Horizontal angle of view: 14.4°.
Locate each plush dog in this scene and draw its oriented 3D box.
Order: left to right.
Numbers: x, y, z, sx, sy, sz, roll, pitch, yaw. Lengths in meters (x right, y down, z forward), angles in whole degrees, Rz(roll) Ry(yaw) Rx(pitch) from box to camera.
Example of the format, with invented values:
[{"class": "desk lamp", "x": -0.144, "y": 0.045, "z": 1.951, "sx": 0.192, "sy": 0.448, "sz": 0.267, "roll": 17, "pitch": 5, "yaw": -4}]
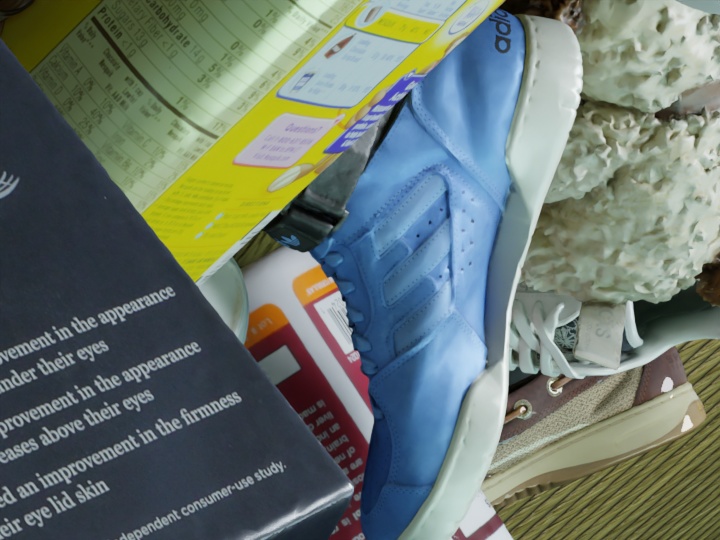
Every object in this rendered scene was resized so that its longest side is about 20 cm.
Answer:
[{"class": "plush dog", "x": 0.107, "y": -0.078, "z": 1.082, "sx": 0.200, "sy": 0.160, "sz": 0.172, "roll": -31, "pitch": 138, "yaw": -30}]

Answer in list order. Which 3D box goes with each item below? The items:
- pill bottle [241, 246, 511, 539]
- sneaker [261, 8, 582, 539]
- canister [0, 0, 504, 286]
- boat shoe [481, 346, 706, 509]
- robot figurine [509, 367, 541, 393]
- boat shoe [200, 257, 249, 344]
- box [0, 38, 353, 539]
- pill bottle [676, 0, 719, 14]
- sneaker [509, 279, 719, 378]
[{"class": "pill bottle", "x": -0.012, "y": 0.099, "z": 1.095, "sx": 0.113, "sy": 0.200, "sz": 0.113, "roll": -33, "pitch": 177, "yaw": -2}, {"class": "sneaker", "x": 0.000, "y": 0.000, "z": 0.993, "sx": 0.077, "sy": 0.111, "sz": 0.200, "roll": -133, "pitch": -124, "yaw": -70}, {"class": "canister", "x": -0.031, "y": -0.077, "z": 0.826, "sx": 0.200, "sy": 0.087, "sz": 0.149, "roll": -43, "pitch": 165, "yaw": 17}, {"class": "boat shoe", "x": 0.046, "y": 0.068, "z": 1.224, "sx": 0.200, "sy": 0.072, "sz": 0.072, "roll": -19, "pitch": 180, "yaw": -3}, {"class": "robot figurine", "x": 0.061, "y": 0.035, "z": 1.310, "sx": 0.200, "sy": 0.113, "sz": 0.170, "roll": -39, "pitch": 127, "yaw": -2}, {"class": "boat shoe", "x": -0.076, "y": 0.034, "z": 0.920, "sx": 0.067, "sy": 0.074, "sz": 0.200, "roll": -29, "pitch": -170, "yaw": 33}, {"class": "box", "x": -0.127, "y": 0.028, "z": 0.677, "sx": 0.148, "sy": 0.200, "sz": 0.104, "roll": -21, "pitch": 157, "yaw": -46}, {"class": "pill bottle", "x": 0.144, "y": -0.167, "z": 0.929, "sx": 0.109, "sy": 0.109, "sz": 0.200, "roll": -33, "pitch": 164, "yaw": -22}, {"class": "sneaker", "x": 0.065, "y": 0.009, "z": 1.176, "sx": 0.200, "sy": 0.081, "sz": 0.076, "roll": -12, "pitch": 133, "yaw": 12}]
